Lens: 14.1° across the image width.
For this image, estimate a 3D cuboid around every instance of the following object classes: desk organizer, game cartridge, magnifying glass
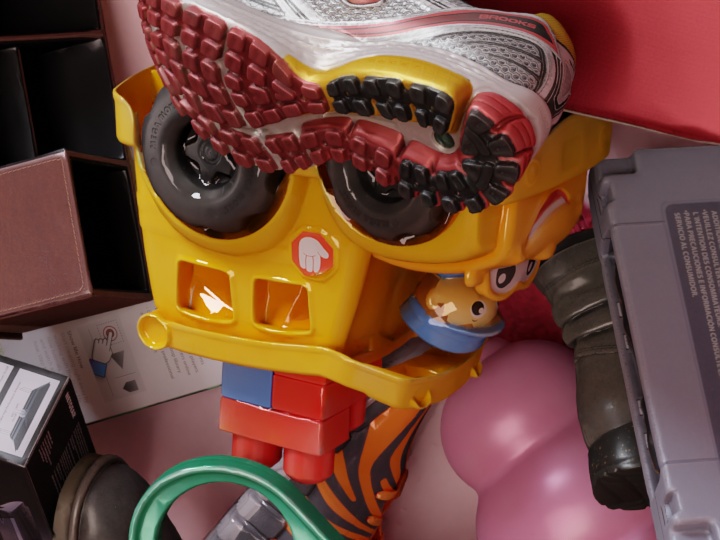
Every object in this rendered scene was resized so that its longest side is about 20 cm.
[{"bbox_3d":[-0.160,-0.074,1.348,0.077,0.072,0.201,-14,82,21],"label":"desk organizer"},{"bbox_3d":[0.176,0.035,1.222,0.133,0.201,0.042,-1,146,-11],"label":"game cartridge"},{"bbox_3d":[-0.007,0.143,1.275,0.199,0.022,0.080,22,106,4],"label":"magnifying glass"}]

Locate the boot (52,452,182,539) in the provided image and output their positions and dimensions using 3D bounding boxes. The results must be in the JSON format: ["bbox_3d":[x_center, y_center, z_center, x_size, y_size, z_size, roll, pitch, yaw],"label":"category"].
[{"bbox_3d":[-0.030,0.165,1.326,0.199,0.073,0.182,4,129,30],"label":"boot"}]

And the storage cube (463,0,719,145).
[{"bbox_3d":[0.110,-0.169,1.202,0.199,0.171,0.180,15,109,16],"label":"storage cube"}]

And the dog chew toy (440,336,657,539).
[{"bbox_3d":[0.110,0.116,1.311,0.124,0.124,0.200,-40,81,24],"label":"dog chew toy"}]

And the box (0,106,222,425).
[{"bbox_3d":[-0.103,-0.009,1.396,0.199,0.036,0.145,-16,98,24],"label":"box"}]

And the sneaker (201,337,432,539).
[{"bbox_3d":[0.004,0.122,1.379,0.112,0.078,0.200,41,123,0],"label":"sneaker"}]

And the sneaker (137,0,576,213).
[{"bbox_3d":[-0.004,-0.082,1.144,0.200,0.082,0.078,19,140,30],"label":"sneaker"}]

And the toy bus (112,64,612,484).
[{"bbox_3d":[0.000,0.000,1.260,0.199,0.136,0.193,9,106,28],"label":"toy bus"}]

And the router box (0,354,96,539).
[{"bbox_3d":[-0.201,0.098,1.387,0.157,0.052,0.200,17,151,15],"label":"router box"}]

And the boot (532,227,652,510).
[{"bbox_3d":[0.179,0.029,1.276,0.199,0.068,0.131,-3,62,-15],"label":"boot"}]
